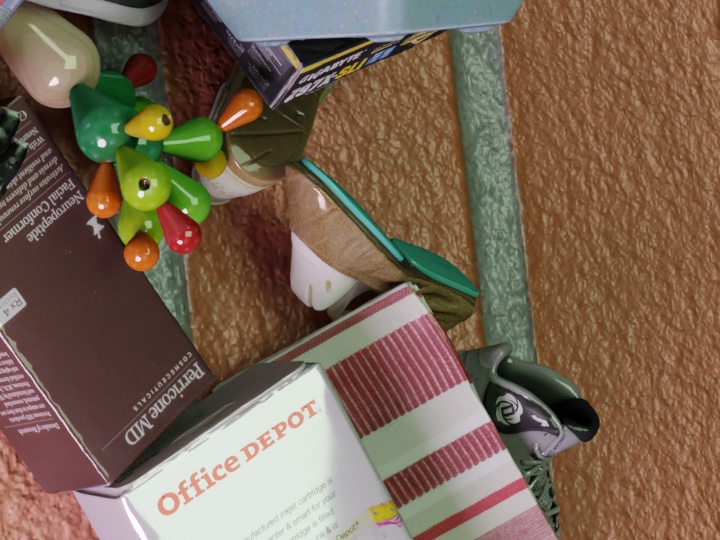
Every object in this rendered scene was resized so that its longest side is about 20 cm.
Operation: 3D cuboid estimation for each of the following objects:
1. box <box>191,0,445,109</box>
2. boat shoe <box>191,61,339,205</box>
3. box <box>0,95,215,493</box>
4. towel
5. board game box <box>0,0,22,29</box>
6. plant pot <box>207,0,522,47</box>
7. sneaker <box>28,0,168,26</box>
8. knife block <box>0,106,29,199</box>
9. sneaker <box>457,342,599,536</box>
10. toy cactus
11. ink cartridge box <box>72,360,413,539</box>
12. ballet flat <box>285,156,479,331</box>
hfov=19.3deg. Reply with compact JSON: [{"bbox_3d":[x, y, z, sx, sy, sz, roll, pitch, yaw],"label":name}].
[{"bbox_3d":[-0.046,-0.211,1.295,0.160,0.049,0.200,-26,76,-41],"label":"box"},{"bbox_3d":[-0.048,-0.126,1.325,0.073,0.063,0.201,36,55,-21],"label":"boat shoe"},{"bbox_3d":[-0.181,0.016,1.174,0.100,0.075,0.200,-46,112,-35],"label":"box"},{"bbox_3d":[0.017,0.123,1.302,0.144,0.023,0.200,-29,103,0],"label":"towel"},{"bbox_3d":[-0.178,-0.252,1.063,0.200,0.200,0.062,54,6,19],"label":"board game box"},{"bbox_3d":[0.000,-0.226,1.156,0.196,0.195,0.201,-13,103,-50],"label":"plant pot"},{"bbox_3d":[-0.142,-0.196,1.171,0.099,0.071,0.200,-61,162,13],"label":"sneaker"},{"bbox_3d":[-0.252,-0.007,1.071,0.064,0.200,0.176,39,40,-18],"label":"knife block"},{"bbox_3d":[0.111,0.135,1.352,0.200,0.115,0.075,62,33,-12],"label":"sneaker"},{"bbox_3d":[-0.134,-0.091,1.167,0.165,0.102,0.200,46,16,-17],"label":"toy cactus"},{"bbox_3d":[-0.052,0.171,1.227,0.145,0.084,0.200,-33,104,-25],"label":"ink cartridge box"},{"bbox_3d":[0.000,0.000,1.309,0.072,0.068,0.200,-47,143,6],"label":"ballet flat"}]
